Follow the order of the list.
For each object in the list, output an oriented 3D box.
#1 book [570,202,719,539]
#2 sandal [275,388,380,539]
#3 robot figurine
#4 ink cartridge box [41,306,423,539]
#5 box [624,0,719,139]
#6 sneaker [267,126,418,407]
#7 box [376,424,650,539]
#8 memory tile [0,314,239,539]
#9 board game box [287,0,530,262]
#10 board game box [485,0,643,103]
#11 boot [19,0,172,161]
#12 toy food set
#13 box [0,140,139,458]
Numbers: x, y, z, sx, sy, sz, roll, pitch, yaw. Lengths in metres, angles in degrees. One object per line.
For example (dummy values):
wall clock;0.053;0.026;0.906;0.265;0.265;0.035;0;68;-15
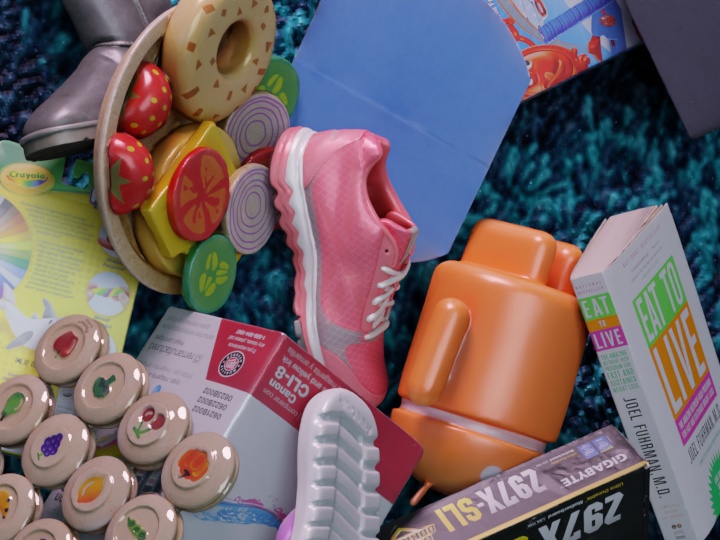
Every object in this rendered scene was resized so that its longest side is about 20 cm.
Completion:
book;0.204;0.072;1.591;0.134;0.048;0.201;-45;117;-59
sandal;-0.028;0.172;1.399;0.082;0.050;0.203;33;59;-42
robot figurine;0.089;0.070;1.571;0.116;0.144;0.201;18;87;-2
ink cartridge box;-0.092;0.150;1.476;0.145;0.145;0.200;41;73;-33
box;0.266;-0.220;1.625;0.182;0.104;0.201;-28;92;-52
sneaker;0.000;0.000;1.547;0.086;0.074;0.201;-7;105;23
box;0.098;0.206;1.548;0.199;0.049;0.160;-21;133;-18
memory tile;-0.173;0.122;1.417;0.153;0.200;0.017;-48;139;-5
board game box;0.026;-0.108;1.584;0.158;0.039;0.201;29;106;15
board game box;0.100;-0.221;1.641;0.195;0.056;0.201;-27;92;-18
boot;-0.186;-0.182;1.524;0.182;0.072;0.201;-28;101;-54
toy food set;-0.101;-0.080;1.513;0.200;0.049;0.198;-58;143;-31
box;-0.210;0.023;1.527;0.117;0.048;0.201;15;82;-14
